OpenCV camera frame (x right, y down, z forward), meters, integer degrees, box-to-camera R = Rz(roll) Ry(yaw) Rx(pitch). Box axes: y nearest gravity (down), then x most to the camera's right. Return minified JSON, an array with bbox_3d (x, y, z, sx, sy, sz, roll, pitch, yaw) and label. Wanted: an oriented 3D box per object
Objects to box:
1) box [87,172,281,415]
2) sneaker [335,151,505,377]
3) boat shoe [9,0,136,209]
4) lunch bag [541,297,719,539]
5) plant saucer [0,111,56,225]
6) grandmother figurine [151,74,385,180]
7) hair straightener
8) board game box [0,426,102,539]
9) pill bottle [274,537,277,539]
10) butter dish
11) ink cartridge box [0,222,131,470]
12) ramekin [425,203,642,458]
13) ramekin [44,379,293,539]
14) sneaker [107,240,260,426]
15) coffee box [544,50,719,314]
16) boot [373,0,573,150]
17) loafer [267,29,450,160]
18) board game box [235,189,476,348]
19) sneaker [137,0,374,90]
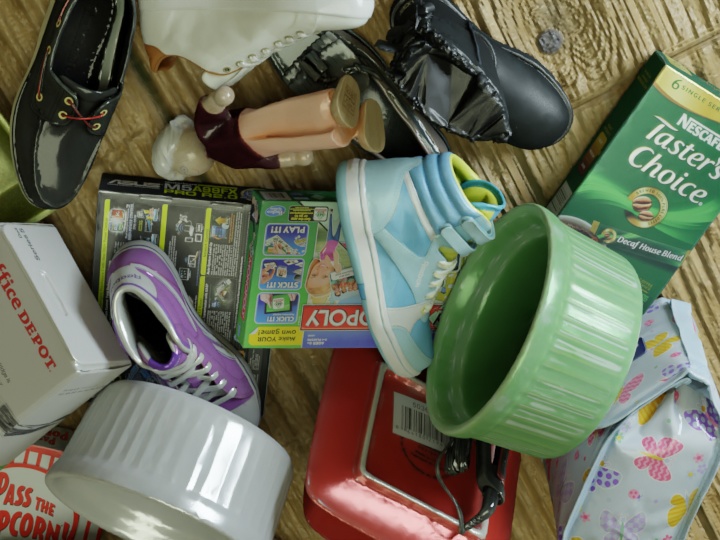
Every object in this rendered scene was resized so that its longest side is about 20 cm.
[{"bbox_3d":[-0.152,0.023,1.600,0.160,0.044,0.200,5,112,-5],"label":"box"},{"bbox_3d":[0.063,-0.006,1.519,0.130,0.080,0.200,-11,119,10],"label":"sneaker"},{"bbox_3d":[-0.230,-0.143,1.490,0.074,0.063,0.202,11,100,-29],"label":"boat shoe"},{"bbox_3d":[0.236,0.134,1.603,0.127,0.170,0.200,19,114,-8],"label":"lunch bag"},{"bbox_3d":[-0.378,-0.091,1.537,0.199,0.048,0.200,-31,112,9],"label":"plant saucer"},{"bbox_3d":[-0.086,-0.110,1.505,0.200,0.061,0.121,-11,139,31],"label":"grandmother figurine"},{"bbox_3d":[0.093,0.135,1.589,0.077,0.200,0.041,22,142,-9],"label":"hair straightener"},{"bbox_3d":[-0.309,0.231,1.676,0.151,0.046,0.200,12,111,-8],"label":"board game box"},{"bbox_3d":[-0.143,0.334,1.694,0.113,0.113,0.200,29,109,-14],"label":"pill bottle"},{"bbox_3d":[0.024,0.188,1.625,0.200,0.200,0.148,28,135,-15],"label":"butter dish"},{"bbox_3d":[-0.309,0.074,1.541,0.200,0.084,0.146,-37,76,22],"label":"ink cartridge box"},{"bbox_3d":[0.143,0.055,1.517,0.098,0.200,0.200,22,110,-17],"label":"ramekin"},{"bbox_3d":[-0.153,0.172,1.557,0.200,0.200,0.098,28,68,-14],"label":"ramekin"},{"bbox_3d":[-0.149,0.080,1.540,0.073,0.114,0.201,-32,112,8],"label":"sneaker"},{"bbox_3d":[0.245,-0.072,1.584,0.123,0.044,0.200,31,108,-15],"label":"coffee box"},{"bbox_3d":[0.096,-0.143,1.481,0.198,0.163,0.073,39,107,-17],"label":"boot"},{"bbox_3d":[0.001,-0.138,1.531,0.200,0.063,0.072,40,105,-18],"label":"loafer"},{"bbox_3d":[0.000,0.000,1.581,0.199,0.029,0.135,0,112,-20],"label":"board game box"},{"bbox_3d":[-0.080,-0.185,1.479,0.200,0.073,0.085,2,102,24],"label":"sneaker"}]
